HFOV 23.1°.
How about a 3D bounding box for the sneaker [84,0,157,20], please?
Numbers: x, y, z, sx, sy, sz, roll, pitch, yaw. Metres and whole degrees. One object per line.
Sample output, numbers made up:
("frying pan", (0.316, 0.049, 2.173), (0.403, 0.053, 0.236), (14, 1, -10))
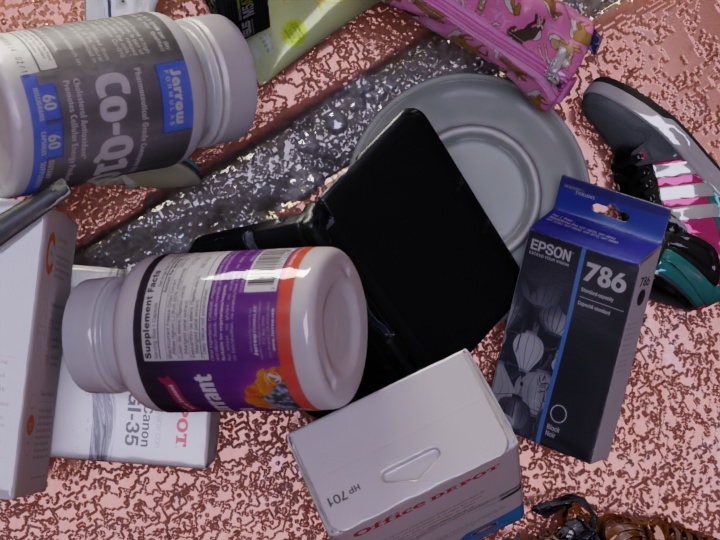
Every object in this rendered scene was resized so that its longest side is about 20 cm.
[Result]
("sneaker", (-0.182, -0.240, 1.379), (0.070, 0.073, 0.202), (-2, 96, -11))

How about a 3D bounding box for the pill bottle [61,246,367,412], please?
("pill bottle", (-0.104, 0.043, 1.233), (0.198, 0.111, 0.113), (-2, 87, 22))

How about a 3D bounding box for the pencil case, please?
("pencil case", (0.086, -0.203, 1.345), (0.199, 0.086, 0.083), (31, 75, -19))

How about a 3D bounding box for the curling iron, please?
("curling iron", (-0.283, -0.011, 1.171), (0.199, 0.026, 0.050), (-26, 88, -1))

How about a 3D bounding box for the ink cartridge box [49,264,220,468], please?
("ink cartridge box", (-0.205, 0.071, 1.347), (0.198, 0.083, 0.148), (5, 86, -2))

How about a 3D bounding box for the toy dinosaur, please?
("toy dinosaur", (0.194, 0.234, 1.351), (0.198, 0.102, 0.137), (-14, 74, 0))

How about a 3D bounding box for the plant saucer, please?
("plant saucer", (0.087, -0.058, 1.383), (0.198, 0.050, 0.202), (0, 86, -2))

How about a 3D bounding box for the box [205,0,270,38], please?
("box", (-0.126, -0.290, 1.303), (0.047, 0.193, 0.201), (-24, 80, -4))

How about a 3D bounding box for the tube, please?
("tube", (-0.012, -0.227, 1.390), (0.199, 0.058, 0.052), (-30, 127, 1))

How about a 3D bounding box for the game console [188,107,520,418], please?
("game console", (0.000, 0.000, 1.324), (0.174, 0.117, 0.201), (-11, 131, 31))

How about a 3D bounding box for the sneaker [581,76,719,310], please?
("sneaker", (0.220, -0.044, 1.374), (0.200, 0.084, 0.121), (46, 77, 0))

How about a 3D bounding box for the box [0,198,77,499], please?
("box", (-0.267, 0.054, 1.242), (0.096, 0.124, 0.202), (6, 85, 1))

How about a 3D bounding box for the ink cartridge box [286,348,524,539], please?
("ink cartridge box", (0.038, 0.153, 1.287), (0.145, 0.200, 0.086), (-25, 66, -4))

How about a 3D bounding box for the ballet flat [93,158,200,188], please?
("ballet flat", (-0.217, -0.105, 1.367), (0.199, 0.069, 0.070), (34, 86, 8))

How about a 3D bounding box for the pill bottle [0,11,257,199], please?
("pill bottle", (-0.181, -0.124, 1.266), (0.199, 0.113, 0.115), (-15, 87, -33))

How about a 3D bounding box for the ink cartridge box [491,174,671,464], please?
("ink cartridge box", (0.163, 0.036, 1.340), (0.099, 0.039, 0.202), (19, 103, 31))
